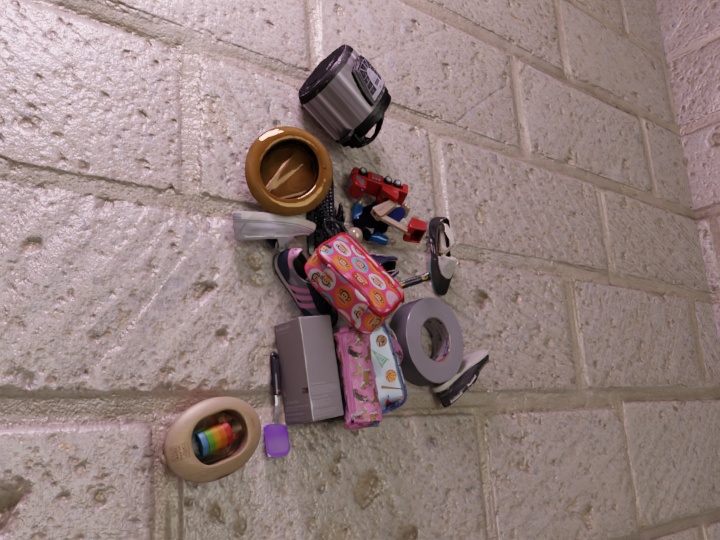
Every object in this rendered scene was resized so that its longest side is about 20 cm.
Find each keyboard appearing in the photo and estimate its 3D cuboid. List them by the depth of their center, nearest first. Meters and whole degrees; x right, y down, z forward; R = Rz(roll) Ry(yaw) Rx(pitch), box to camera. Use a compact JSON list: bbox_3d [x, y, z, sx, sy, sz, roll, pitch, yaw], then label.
[{"bbox_3d":[-0.071,-0.127,1.525,0.102,0.039,0.206,8,73,-38],"label":"keyboard"}]

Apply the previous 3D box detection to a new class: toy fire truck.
[{"bbox_3d":[0.060,-0.153,1.577,0.195,0.049,0.144,17,48,-12],"label":"toy fire truck"}]

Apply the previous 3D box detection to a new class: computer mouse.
[{"bbox_3d":[-0.089,-0.145,1.503,0.058,0.034,0.203,-32,92,-23],"label":"computer mouse"}]

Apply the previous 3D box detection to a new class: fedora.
[{"bbox_3d":[-0.156,-0.201,1.429,0.195,0.082,0.207,6,74,-19],"label":"fedora"}]

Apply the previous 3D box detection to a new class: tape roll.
[{"bbox_3d":[0.159,0.170,1.621,0.197,0.065,0.206,14,68,-37],"label":"tape roll"}]

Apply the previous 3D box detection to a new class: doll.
[{"bbox_3d":[0.040,-0.116,1.608,0.199,0.048,0.138,-34,85,-40],"label":"doll"}]

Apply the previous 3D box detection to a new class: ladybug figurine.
[{"bbox_3d":[-0.269,0.301,1.204,0.197,0.071,0.140,-10,83,-42],"label":"ladybug figurine"}]

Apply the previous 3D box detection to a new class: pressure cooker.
[{"bbox_3d":[-0.024,-0.388,1.555,0.176,0.179,0.200,-45,112,2],"label":"pressure cooker"}]

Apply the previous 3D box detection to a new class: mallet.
[{"bbox_3d":[0.059,0.031,1.479,0.196,0.041,0.067,-25,90,-11],"label":"mallet"}]

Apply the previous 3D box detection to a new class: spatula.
[{"bbox_3d":[-0.166,0.263,1.340,0.055,0.020,0.206,9,71,-37],"label":"spatula"}]

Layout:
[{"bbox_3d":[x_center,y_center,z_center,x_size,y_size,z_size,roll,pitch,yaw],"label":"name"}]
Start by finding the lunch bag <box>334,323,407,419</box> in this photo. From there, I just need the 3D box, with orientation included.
[{"bbox_3d":[0.007,0.221,1.444,0.156,0.075,0.205,-15,85,-16],"label":"lunch bag"}]

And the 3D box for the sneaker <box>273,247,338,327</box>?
[{"bbox_3d":[-0.101,0.040,1.421,0.201,0.081,0.071,52,50,-17],"label":"sneaker"}]

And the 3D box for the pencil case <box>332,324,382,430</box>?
[{"bbox_3d":[-0.007,0.213,1.360,0.080,0.086,0.206,-5,81,-15],"label":"pencil case"}]

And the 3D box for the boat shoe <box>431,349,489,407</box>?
[{"bbox_3d":[0.257,0.264,1.674,0.198,0.073,0.061,-32,98,-39],"label":"boat shoe"}]

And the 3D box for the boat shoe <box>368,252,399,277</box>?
[{"bbox_3d":[0.000,0.000,1.505,0.197,0.091,0.077,-20,106,-42],"label":"boat shoe"}]

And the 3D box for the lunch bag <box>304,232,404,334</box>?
[{"bbox_3d":[-0.005,0.021,1.385,0.200,0.082,0.176,45,28,6],"label":"lunch bag"}]

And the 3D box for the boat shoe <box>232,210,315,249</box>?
[{"bbox_3d":[-0.180,-0.081,1.407,0.197,0.069,0.074,4,94,-42],"label":"boat shoe"}]

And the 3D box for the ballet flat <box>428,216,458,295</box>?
[{"bbox_3d":[0.210,-0.042,1.725,0.067,0.068,0.206,4,75,-40],"label":"ballet flat"}]

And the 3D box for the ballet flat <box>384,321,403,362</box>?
[{"bbox_3d":[0.039,0.128,1.532,0.204,0.068,0.071,62,31,-3],"label":"ballet flat"}]

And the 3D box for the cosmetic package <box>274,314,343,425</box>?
[{"bbox_3d":[-0.105,0.197,1.356,0.089,0.106,0.206,-4,78,-39],"label":"cosmetic package"}]
